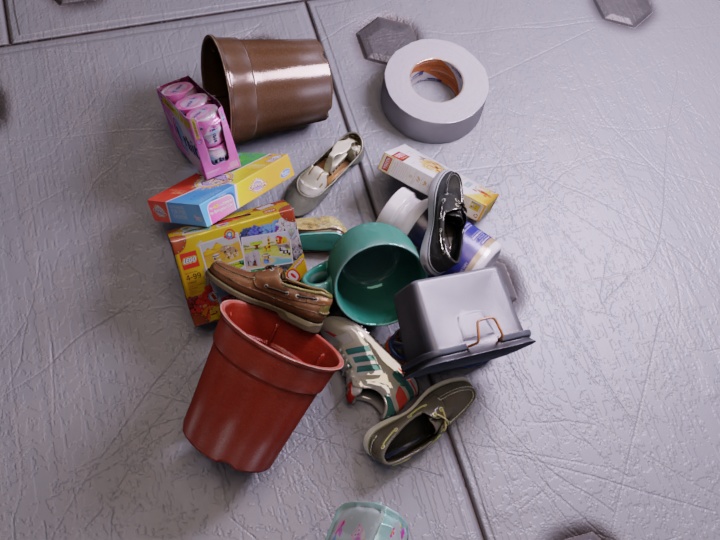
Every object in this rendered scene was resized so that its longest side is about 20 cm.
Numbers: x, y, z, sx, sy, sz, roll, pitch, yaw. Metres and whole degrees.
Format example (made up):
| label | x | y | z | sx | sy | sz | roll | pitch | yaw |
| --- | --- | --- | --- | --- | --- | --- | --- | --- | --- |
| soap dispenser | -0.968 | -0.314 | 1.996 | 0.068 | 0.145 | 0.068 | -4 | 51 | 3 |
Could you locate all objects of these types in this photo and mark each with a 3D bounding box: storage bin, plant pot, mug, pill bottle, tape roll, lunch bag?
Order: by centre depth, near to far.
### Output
| label | x | y | z | sx | sy | sz | roll | pitch | yaw |
| --- | --- | --- | --- | --- | --- | --- | --- | --- | --- |
| lunch bag | -0.004 | 0.418 | 1.257 | 0.122 | 0.200 | 0.171 | 23 | 64 | 6 |
| plant pot | -0.157 | 0.177 | 1.348 | 0.201 | 0.201 | 0.195 | 29 | 100 | 9 |
| storage bin | 0.151 | 0.074 | 1.402 | 0.200 | 0.146 | 0.135 | -11 | 77 | -24 |
| mug | 0.009 | -0.007 | 1.479 | 0.185 | 0.152 | 0.114 | 22 | 21 | -21 |
| pill bottle | 0.129 | -0.051 | 1.558 | 0.200 | 0.116 | 0.116 | 35 | 65 | 13 |
| plant pot | -0.165 | -0.329 | 1.638 | 0.198 | 0.200 | 0.201 | -11 | 64 | -20 |
| tape roll | 0.140 | -0.342 | 1.736 | 0.200 | 0.066 | 0.201 | 2 | 64 | -5 |

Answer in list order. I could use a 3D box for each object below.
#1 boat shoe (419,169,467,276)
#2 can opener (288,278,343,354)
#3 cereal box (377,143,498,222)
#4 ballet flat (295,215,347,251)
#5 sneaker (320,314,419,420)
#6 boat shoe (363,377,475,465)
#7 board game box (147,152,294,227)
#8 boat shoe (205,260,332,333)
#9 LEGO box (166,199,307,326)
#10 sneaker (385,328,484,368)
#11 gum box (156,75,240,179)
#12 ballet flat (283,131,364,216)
| label | x | y | z | sx | sy | sz | roll | pitch | yaw |
| --- | --- | --- | --- | --- | --- | --- | --- | --- | --- |
| boat shoe | 0.144 | -0.081 | 1.462 | 0.069 | 0.057 | 0.200 | 35 | 53 | -34 |
| can opener | -0.100 | 0.090 | 1.505 | 0.053 | 0.067 | 0.200 | 30 | 51 | 14 |
| cereal box | 0.139 | -0.157 | 1.608 | 0.200 | 0.040 | 0.144 | 29 | 20 | 8 |
| ballet flat | -0.122 | -0.065 | 1.574 | 0.200 | 0.071 | 0.071 | -2 | 63 | -6 |
| sneaker | -0.005 | 0.157 | 1.462 | 0.200 | 0.070 | 0.093 | 41 | 60 | 11 |
| boat shoe | 0.102 | 0.238 | 1.423 | 0.202 | 0.072 | 0.060 | -30 | 25 | -15 |
| board game box | -0.234 | -0.139 | 1.534 | 0.153 | 0.040 | 0.200 | 8 | 34 | 44 |
| boat shoe | -0.138 | 0.022 | 1.412 | 0.200 | 0.072 | 0.068 | 25 | 103 | -3 |
| LEGO box | -0.196 | -0.014 | 1.484 | 0.200 | 0.077 | 0.149 | -17 | 108 | -13 |
| sneaker | 0.143 | 0.117 | 1.494 | 0.200 | 0.078 | 0.075 | -6 | 64 | -9 |
| gum box | -0.278 | -0.247 | 1.568 | 0.066 | 0.114 | 0.200 | -25 | 36 | -16 |
| ballet flat | -0.067 | -0.179 | 1.632 | 0.067 | 0.064 | 0.200 | 38 | 66 | 13 |
